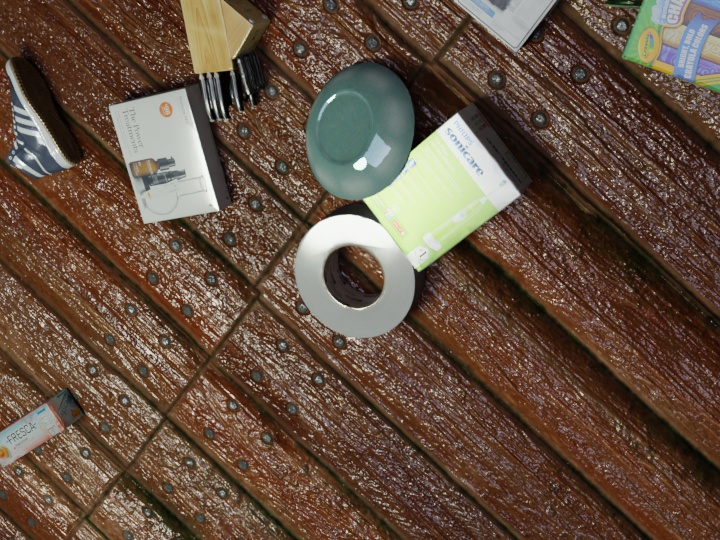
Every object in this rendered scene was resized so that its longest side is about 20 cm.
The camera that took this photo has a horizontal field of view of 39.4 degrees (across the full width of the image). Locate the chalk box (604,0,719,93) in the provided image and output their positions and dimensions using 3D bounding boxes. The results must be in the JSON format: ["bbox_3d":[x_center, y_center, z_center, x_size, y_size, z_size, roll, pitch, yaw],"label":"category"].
[{"bbox_3d":[0.404,-0.313,1.249,0.198,0.125,0.125,24,117,11],"label":"chalk box"}]

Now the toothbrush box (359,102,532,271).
[{"bbox_3d":[0.123,-0.119,1.457,0.200,0.086,0.146,-39,91,30],"label":"toothbrush box"}]

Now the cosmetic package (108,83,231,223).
[{"bbox_3d":[-0.307,-0.186,1.626,0.149,0.052,0.202,-9,106,22],"label":"cosmetic package"}]

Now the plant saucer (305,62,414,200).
[{"bbox_3d":[-0.014,-0.205,1.457,0.199,0.039,0.203,-3,85,37],"label":"plant saucer"}]

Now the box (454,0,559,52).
[{"bbox_3d":[0.228,-0.405,1.321,0.116,0.060,0.200,41,118,3],"label":"box"}]

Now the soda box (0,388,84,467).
[{"bbox_3d":[-0.625,0.302,1.926,0.199,0.068,0.064,-30,96,28],"label":"soda box"}]

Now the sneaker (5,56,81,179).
[{"bbox_3d":[-0.564,-0.250,1.694,0.108,0.070,0.201,-21,104,25],"label":"sneaker"}]

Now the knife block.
[{"bbox_3d":[-0.225,-0.336,1.527,0.200,0.064,0.176,40,118,4],"label":"knife block"}]

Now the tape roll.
[{"bbox_3d":[0.000,0.000,1.563,0.198,0.066,0.202,7,112,18],"label":"tape roll"}]
